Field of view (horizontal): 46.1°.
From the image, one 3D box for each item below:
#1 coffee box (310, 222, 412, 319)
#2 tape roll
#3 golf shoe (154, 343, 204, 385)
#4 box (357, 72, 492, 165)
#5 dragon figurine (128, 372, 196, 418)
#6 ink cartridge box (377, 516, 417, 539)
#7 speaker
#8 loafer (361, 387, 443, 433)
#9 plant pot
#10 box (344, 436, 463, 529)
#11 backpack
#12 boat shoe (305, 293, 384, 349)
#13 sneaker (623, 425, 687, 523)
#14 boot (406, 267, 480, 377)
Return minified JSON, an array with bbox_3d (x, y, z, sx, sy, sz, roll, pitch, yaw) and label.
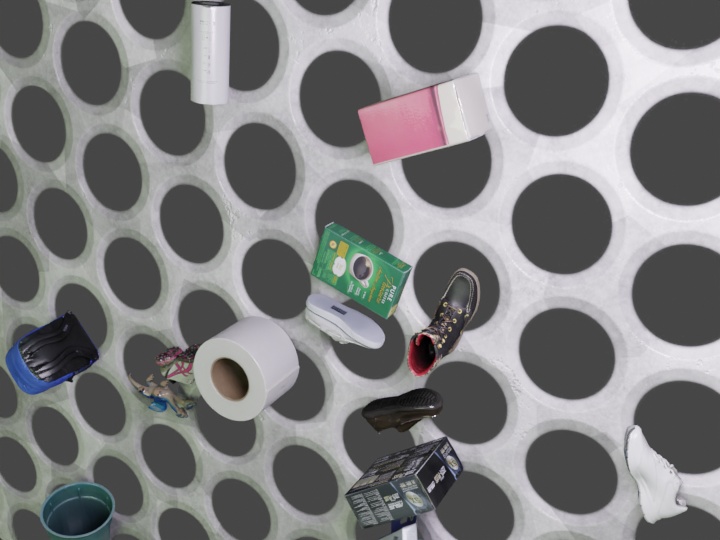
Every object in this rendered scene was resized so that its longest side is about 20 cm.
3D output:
[{"bbox_3d":[0.000,0.000,1.751,0.199,0.044,0.123,29,120,18],"label":"coffee box"},{"bbox_3d":[-0.259,0.221,1.925,0.202,0.139,0.204,10,113,25],"label":"tape roll"},{"bbox_3d":[-0.412,0.232,2.062,0.199,0.073,0.092,-9,112,42],"label":"golf shoe"},{"bbox_3d":[0.118,-0.273,1.531,0.199,0.128,0.110,-11,102,31],"label":"box"},{"bbox_3d":[-0.510,0.319,2.141,0.199,0.059,0.100,7,137,29],"label":"dragon figurine"},{"bbox_3d":[0.079,0.613,1.820,0.040,0.201,0.200,7,154,-13],"label":"ink cartridge box"},{"bbox_3d":[-0.309,-0.445,1.738,0.081,0.081,0.201,15,115,24],"label":"speaker"},{"bbox_3d":[0.098,0.303,1.801,0.199,0.073,0.072,-15,110,38],"label":"loafer"},{"bbox_3d":[-0.795,0.744,2.407,0.199,0.200,0.197,21,125,22],"label":"plant pot"},{"bbox_3d":[0.094,0.449,1.795,0.199,0.164,0.086,-27,94,33],"label":"box"},{"bbox_3d":[-0.817,0.236,2.212,0.168,0.200,0.163,-39,88,34],"label":"backpack"},{"bbox_3d":[-0.035,0.121,1.808,0.200,0.073,0.066,32,126,27],"label":"boat shoe"},{"bbox_3d":[0.545,0.372,1.575,0.087,0.075,0.201,-18,106,21],"label":"sneaker"},{"bbox_3d":[0.159,0.104,1.635,0.073,0.150,0.201,30,120,17],"label":"boot"}]
